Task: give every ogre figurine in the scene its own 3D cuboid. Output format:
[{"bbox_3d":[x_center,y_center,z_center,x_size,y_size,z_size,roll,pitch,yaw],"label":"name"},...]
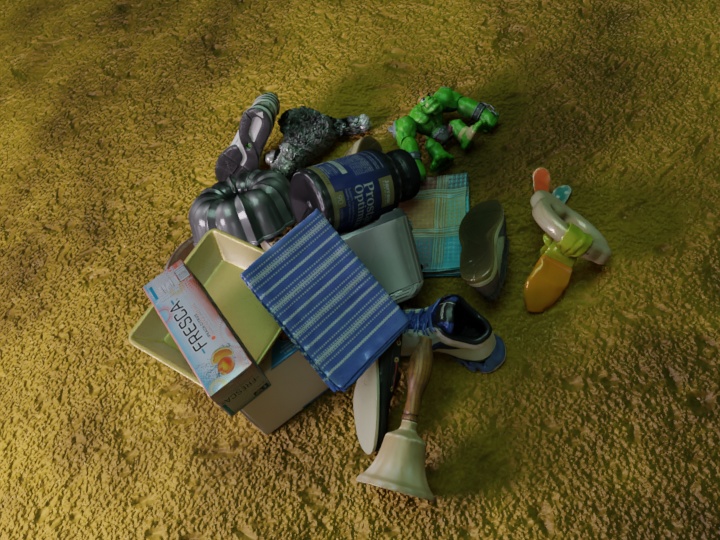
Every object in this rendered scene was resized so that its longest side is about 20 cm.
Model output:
[{"bbox_3d":[0.134,-0.247,1.173,0.200,0.098,0.120,-44,72,4],"label":"ogre figurine"}]

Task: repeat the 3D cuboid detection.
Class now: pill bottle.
[{"bbox_3d":[-0.005,-0.129,1.070,0.198,0.113,0.112,-22,50,-30],"label":"pill bottle"}]

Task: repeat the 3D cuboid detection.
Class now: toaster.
[{"bbox_3d":[0.000,0.000,1.001,0.198,0.114,0.131,-21,89,-9],"label":"toaster"}]

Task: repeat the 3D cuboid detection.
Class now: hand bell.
[{"bbox_3d":[0.067,0.186,0.876,0.103,0.104,0.202,8,71,21],"label":"hand bell"}]

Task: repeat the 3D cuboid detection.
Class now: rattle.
[{"bbox_3d":[0.286,-0.050,1.034,0.129,0.144,0.201,2,34,-20],"label":"rattle"}]

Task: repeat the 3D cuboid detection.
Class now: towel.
[{"bbox_3d":[0.108,-0.077,1.110,0.145,0.022,0.202,-3,57,14],"label":"towel"},{"bbox_3d":[-0.042,0.038,0.866,0.145,0.024,0.200,-41,93,-23],"label":"towel"}]

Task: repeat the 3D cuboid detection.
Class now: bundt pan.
[{"bbox_3d":[-0.203,-0.111,1.143,0.199,0.076,0.202,-14,27,7],"label":"bundt pan"}]

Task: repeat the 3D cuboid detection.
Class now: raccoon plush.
[{"bbox_3d":[-0.078,-0.224,1.225,0.197,0.097,0.136,-10,63,10],"label":"raccoon plush"}]

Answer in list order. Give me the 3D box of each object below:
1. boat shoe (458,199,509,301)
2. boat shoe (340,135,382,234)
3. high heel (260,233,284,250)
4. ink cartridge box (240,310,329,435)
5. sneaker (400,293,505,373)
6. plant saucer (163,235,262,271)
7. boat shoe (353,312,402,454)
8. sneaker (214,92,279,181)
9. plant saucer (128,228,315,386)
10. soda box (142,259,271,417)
[{"bbox_3d":[0.192,-0.032,1.029,0.071,0.066,0.202,-15,33,25],"label":"boat shoe"},{"bbox_3d":[-0.020,-0.140,1.171,0.064,0.071,0.202,-14,47,53],"label":"boat shoe"},{"bbox_3d":[-0.074,-0.042,1.118,0.142,0.072,0.200,-39,60,-16],"label":"high heel"},{"bbox_3d":[-0.150,0.102,0.994,0.147,0.145,0.200,-36,55,-7],"label":"ink cartridge box"},{"bbox_3d":[0.106,0.074,0.953,0.197,0.116,0.081,10,59,23],"label":"sneaker"},{"bbox_3d":[-0.264,-0.002,1.166,0.198,0.037,0.202,-8,56,13],"label":"plant saucer"},{"bbox_3d":[0.028,0.149,0.925,0.073,0.062,0.204,-1,87,62],"label":"boat shoe"},{"bbox_3d":[-0.197,-0.243,1.245,0.075,0.201,0.116,32,41,-9],"label":"sneaker"},{"bbox_3d":[-0.181,0.060,0.911,0.198,0.049,0.201,23,68,26],"label":"plant saucer"},{"bbox_3d":[-0.192,0.080,0.831,0.063,0.069,0.200,-37,56,-8],"label":"soda box"}]
